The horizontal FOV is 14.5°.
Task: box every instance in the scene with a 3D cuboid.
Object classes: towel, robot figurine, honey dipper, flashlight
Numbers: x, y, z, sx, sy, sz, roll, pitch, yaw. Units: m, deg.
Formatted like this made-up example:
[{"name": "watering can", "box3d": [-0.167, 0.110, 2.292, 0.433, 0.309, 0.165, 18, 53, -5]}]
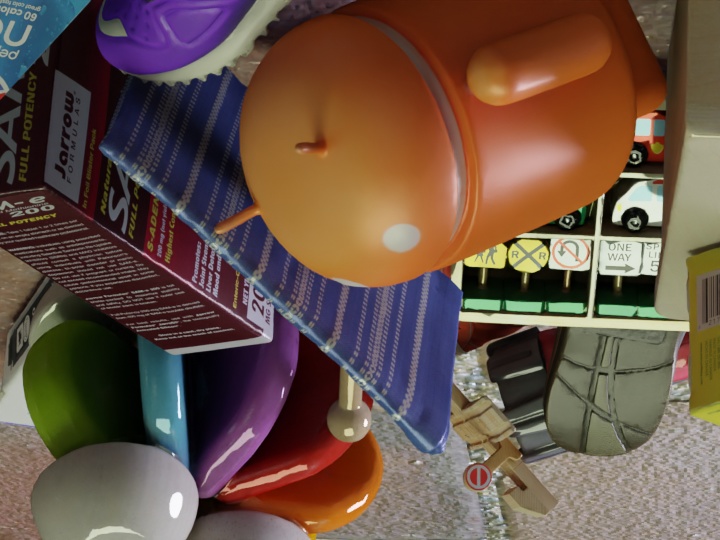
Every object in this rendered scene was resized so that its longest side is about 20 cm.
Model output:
[{"name": "towel", "box3d": [-0.031, -0.016, 1.230, 0.024, 0.145, 0.200, -41, 107, 21]}, {"name": "robot figurine", "box3d": [0.032, -0.061, 1.166, 0.199, 0.117, 0.143, -23, -147, -36]}, {"name": "honey dipper", "box3d": [0.000, 0.000, 1.344, 0.038, 0.038, 0.201, 3, 123, 1]}, {"name": "flashlight", "box3d": [0.166, 0.038, 1.457, 0.199, 0.068, 0.068, -19, 132, 10]}]

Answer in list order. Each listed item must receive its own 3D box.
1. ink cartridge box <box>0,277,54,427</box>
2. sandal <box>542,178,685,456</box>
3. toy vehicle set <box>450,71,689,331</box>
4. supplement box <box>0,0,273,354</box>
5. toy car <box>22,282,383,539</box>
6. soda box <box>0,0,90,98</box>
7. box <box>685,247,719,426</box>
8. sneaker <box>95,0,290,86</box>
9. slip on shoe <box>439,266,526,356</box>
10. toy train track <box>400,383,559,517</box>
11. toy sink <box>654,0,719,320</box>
[{"name": "ink cartridge box", "box3d": [-0.098, 0.053, 1.622, 0.197, 0.044, 0.200, 11, 155, -18]}, {"name": "sandal", "box3d": [0.140, 0.004, 1.387, 0.081, 0.055, 0.201, 11, 125, -5]}, {"name": "toy vehicle set", "box3d": [0.142, -0.031, 1.315, 0.198, 0.027, 0.125, 2, 123, 1]}, {"name": "supplement box", "box3d": [-0.109, -0.046, 1.293, 0.061, 0.110, 0.200, -8, 157, 27]}, {"name": "toy car", "box3d": [-0.073, 0.075, 1.442, 0.200, 0.176, 0.150, 32, 125, -33]}, {"name": "soda box", "box3d": [-0.189, -0.085, 1.137, 0.200, 0.068, 0.064, -45, 137, 19]}, {"name": "box", "box3d": [0.221, 0.050, 1.234, 0.199, 0.076, 0.050, 24, 149, -39]}, {"name": "sneaker", "box3d": [-0.059, -0.143, 1.111, 0.099, 0.070, 0.200, 26, 145, -32]}, {"name": "slip on shoe", "box3d": [0.048, -0.010, 1.421, 0.061, 0.075, 0.200, -15, 158, 8]}, {"name": "toy train track", "box3d": [0.023, 0.055, 1.456, 0.200, 0.033, 0.115, 49, 169, 1]}, {"name": "toy sink", "box3d": [0.195, -0.064, 1.202, 0.129, 0.113, 0.200, 2, 158, 4]}]
